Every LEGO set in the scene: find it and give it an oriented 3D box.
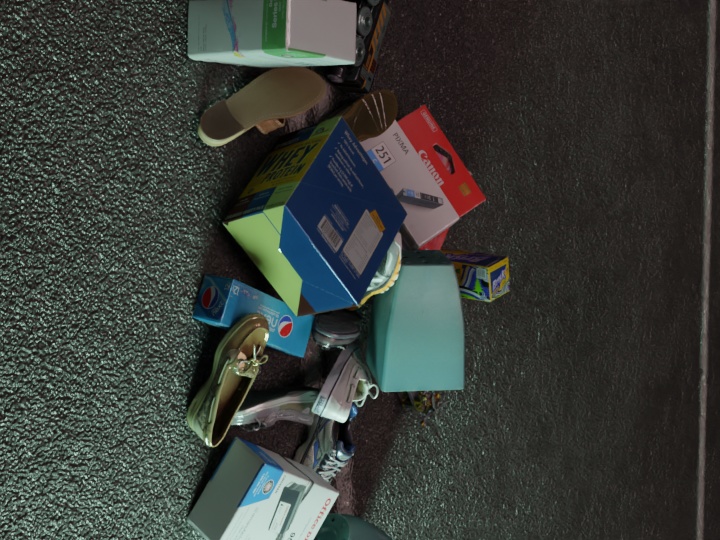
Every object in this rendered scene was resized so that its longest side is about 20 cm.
[{"bbox_3d":[0.128,0.169,1.978,0.153,0.114,0.203,-39,125,-41],"label":"LEGO set"}]

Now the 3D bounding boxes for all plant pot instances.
[{"bbox_3d":[0.093,0.074,1.783,0.138,0.141,0.204,0,106,-11],"label":"plant pot"},{"bbox_3d":[-0.025,0.496,1.791,0.161,0.199,0.202,50,57,-28],"label":"plant pot"}]

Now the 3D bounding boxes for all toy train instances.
[{"bbox_3d":[-0.005,-0.383,1.755,0.114,0.084,0.203,39,63,-60],"label":"toy train"}]

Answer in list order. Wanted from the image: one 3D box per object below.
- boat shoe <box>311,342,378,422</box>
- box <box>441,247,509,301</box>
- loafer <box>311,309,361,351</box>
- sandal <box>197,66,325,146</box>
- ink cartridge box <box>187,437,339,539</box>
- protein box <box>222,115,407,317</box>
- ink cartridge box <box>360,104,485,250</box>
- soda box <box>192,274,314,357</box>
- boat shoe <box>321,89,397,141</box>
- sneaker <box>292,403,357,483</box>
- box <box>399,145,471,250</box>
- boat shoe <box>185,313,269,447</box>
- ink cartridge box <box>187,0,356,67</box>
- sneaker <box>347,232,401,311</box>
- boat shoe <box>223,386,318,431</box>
[{"bbox_3d":[-0.012,0.186,1.765,0.075,0.085,0.202,-64,178,22],"label":"boat shoe"},{"bbox_3d":[0.163,0.003,1.930,0.070,0.198,0.066,-24,115,-46],"label":"box"},{"bbox_3d":[-0.039,0.106,1.751,0.200,0.071,0.064,-36,148,-78],"label":"loafer"},{"bbox_3d":[-0.152,-0.234,1.610,0.210,0.070,0.078,-29,84,-26],"label":"sandal"},{"bbox_3d":[-0.144,0.359,1.669,0.199,0.084,0.146,34,86,-49],"label":"ink cartridge box"},{"bbox_3d":[-0.062,-0.079,1.632,0.199,0.133,0.201,53,46,-27],"label":"protein box"},{"bbox_3d":[0.102,-0.163,1.831,0.175,0.045,0.202,-34,88,-21],"label":"ink cartridge box"},{"bbox_3d":[-0.158,0.070,1.644,0.199,0.063,0.069,28,75,-50],"label":"soda box"},{"bbox_3d":[-0.020,-0.235,1.764,0.200,0.065,0.073,-40,121,-36],"label":"boat shoe"},{"bbox_3d":[-0.056,0.302,1.795,0.077,0.084,0.204,20,81,-51],"label":"sneaker"},{"bbox_3d":[0.099,-0.097,1.889,0.102,0.095,0.203,28,70,-12],"label":"box"},{"bbox_3d":[-0.180,0.158,1.577,0.073,0.063,0.202,14,109,-45],"label":"boat shoe"},{"bbox_3d":[-0.124,-0.331,1.513,0.144,0.198,0.089,-4,96,-50],"label":"ink cartridge box"},{"bbox_3d":[0.000,0.000,1.744,0.076,0.200,0.079,19,49,-25],"label":"sneaker"},{"bbox_3d":[-0.135,0.220,1.693,0.201,0.073,0.066,-3,94,-58],"label":"boat shoe"}]
